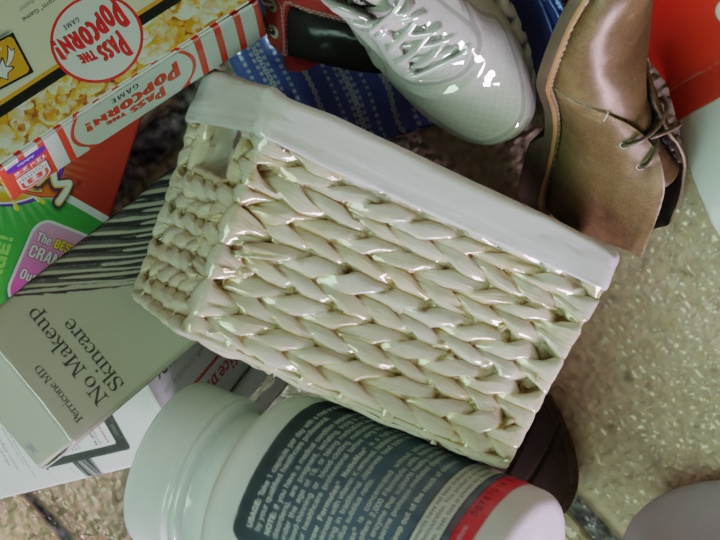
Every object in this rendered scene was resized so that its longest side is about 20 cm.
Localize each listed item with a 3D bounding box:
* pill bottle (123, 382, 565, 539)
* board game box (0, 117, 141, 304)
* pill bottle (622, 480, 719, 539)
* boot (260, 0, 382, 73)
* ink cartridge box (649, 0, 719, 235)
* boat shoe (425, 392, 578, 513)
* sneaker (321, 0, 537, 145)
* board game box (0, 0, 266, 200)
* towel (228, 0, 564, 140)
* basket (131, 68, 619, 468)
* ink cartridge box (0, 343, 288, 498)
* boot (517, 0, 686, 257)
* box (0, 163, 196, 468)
[{"bbox_3d":[-0.011,0.130,1.202,0.199,0.120,0.120,21,127,23],"label":"pill bottle"},{"bbox_3d":[-0.202,-0.062,1.279,0.152,0.040,0.201,15,102,-18],"label":"board game box"},{"bbox_3d":[0.197,0.220,1.297,0.109,0.109,0.201,7,122,24],"label":"pill bottle"},{"bbox_3d":[-0.054,-0.178,1.190,0.199,0.072,0.145,29,125,13],"label":"boot"},{"bbox_3d":[0.218,-0.083,1.136,0.162,0.050,0.200,-29,106,37],"label":"ink cartridge box"},{"bbox_3d":[0.041,0.056,1.315,0.203,0.075,0.075,52,164,-18],"label":"boat shoe"},{"bbox_3d":[0.015,-0.126,1.110,0.075,0.081,0.200,-27,120,20],"label":"sneaker"},{"bbox_3d":[-0.163,-0.158,1.188,0.200,0.151,0.046,55,173,16],"label":"board game box"},{"bbox_3d":[0.007,-0.134,1.230,0.199,0.024,0.145,-15,110,34],"label":"towel"},{"bbox_3d":[0.000,0.000,1.182,0.199,0.136,0.124,25,90,-20],"label":"basket"},{"bbox_3d":[-0.131,0.057,1.362,0.199,0.116,0.068,-16,112,33],"label":"ink cartridge box"},{"bbox_3d":[0.126,-0.080,1.141,0.075,0.074,0.200,36,154,20],"label":"boot"},{"bbox_3d":[-0.109,0.007,1.252,0.082,0.200,0.068,49,153,-3],"label":"box"}]
